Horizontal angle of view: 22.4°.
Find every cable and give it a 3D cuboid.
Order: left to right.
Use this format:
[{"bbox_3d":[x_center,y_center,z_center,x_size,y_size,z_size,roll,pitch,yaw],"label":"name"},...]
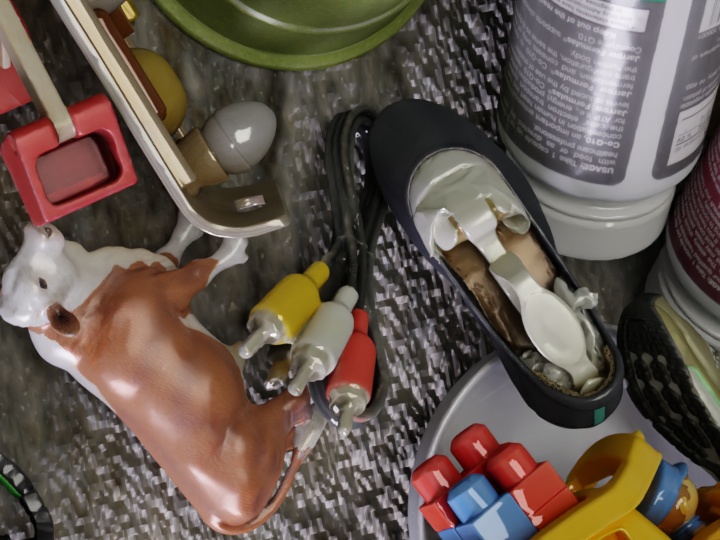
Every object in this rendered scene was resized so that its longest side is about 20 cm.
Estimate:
[{"bbox_3d":[0.000,0.000,0.936,0.097,0.050,0.200,43,49,-24],"label":"cable"}]

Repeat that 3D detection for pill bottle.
[{"bbox_3d":[0.131,-0.109,0.947,0.113,0.113,0.200,-14,137,-21],"label":"pill bottle"},{"bbox_3d":[0.233,-0.036,0.981,0.114,0.200,0.114,9,50,-11],"label":"pill bottle"}]

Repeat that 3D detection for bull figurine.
[{"bbox_3d":[-0.095,0.039,0.930,0.121,0.065,0.200,-44,110,-23],"label":"bull figurine"}]

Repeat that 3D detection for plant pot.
[{"bbox_3d":[-0.005,-0.209,0.900,0.200,0.190,0.201,0,89,-22],"label":"plant pot"}]

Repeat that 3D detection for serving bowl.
[{"bbox_3d":[0.111,0.129,1.012,0.200,0.066,0.201,0,89,-22],"label":"serving bowl"}]

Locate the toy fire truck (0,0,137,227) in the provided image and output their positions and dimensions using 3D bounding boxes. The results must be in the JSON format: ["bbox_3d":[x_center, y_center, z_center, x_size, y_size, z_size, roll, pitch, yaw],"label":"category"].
[{"bbox_3d":[-0.181,-0.120,0.855,0.049,0.141,0.200,-26,100,-20],"label":"toy fire truck"}]

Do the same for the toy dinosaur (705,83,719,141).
[{"bbox_3d":[0.212,-0.115,1.013,0.101,0.058,0.200,-23,124,3],"label":"toy dinosaur"}]

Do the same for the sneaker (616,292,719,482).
[{"bbox_3d":[0.215,0.070,0.982,0.200,0.077,0.089,47,73,-23],"label":"sneaker"}]

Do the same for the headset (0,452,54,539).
[{"bbox_3d":[-0.198,0.177,0.900,0.123,0.094,0.200,-25,84,-16],"label":"headset"}]

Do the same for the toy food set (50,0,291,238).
[{"bbox_3d":[-0.096,-0.111,0.882,0.060,0.144,0.200,-30,101,1],"label":"toy food set"}]

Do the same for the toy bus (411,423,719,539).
[{"bbox_3d":[0.124,0.150,0.926,0.200,0.136,0.192,-33,86,-20],"label":"toy bus"}]

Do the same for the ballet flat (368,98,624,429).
[{"bbox_3d":[0.073,-0.007,0.935,0.073,0.073,0.200,-32,87,-19],"label":"ballet flat"}]
